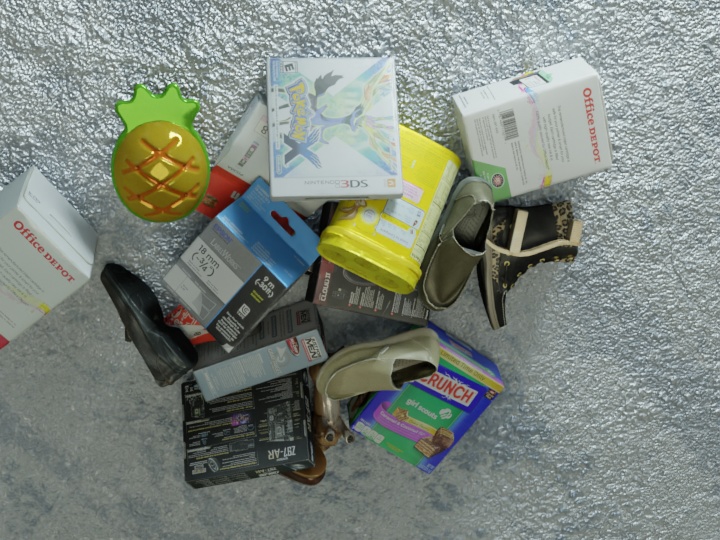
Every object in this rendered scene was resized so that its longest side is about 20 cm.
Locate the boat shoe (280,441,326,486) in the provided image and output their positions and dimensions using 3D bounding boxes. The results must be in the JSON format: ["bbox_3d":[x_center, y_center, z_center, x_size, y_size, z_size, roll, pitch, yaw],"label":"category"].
[{"bbox_3d":[-0.131,0.279,1.716,0.070,0.199,0.071,-30,140,-38],"label":"boat shoe"}]

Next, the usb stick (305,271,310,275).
[{"bbox_3d":[0.000,0.000,1.654,0.197,0.033,0.056,13,121,-14],"label":"usb stick"}]

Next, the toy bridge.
[{"bbox_3d":[0.228,-0.056,1.592,0.197,0.027,0.068,11,99,-6],"label":"toy bridge"}]

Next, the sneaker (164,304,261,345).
[{"bbox_3d":[-0.250,0.056,1.639,0.198,0.067,0.110,-10,97,16],"label":"sneaker"}]

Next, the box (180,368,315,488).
[{"bbox_3d":[-0.173,0.234,1.670,0.197,0.163,0.044,-12,153,8],"label":"box"}]

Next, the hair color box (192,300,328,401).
[{"bbox_3d":[-0.152,0.119,1.658,0.197,0.099,0.061,-19,118,3],"label":"hair color box"}]

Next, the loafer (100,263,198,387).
[{"bbox_3d":[-0.323,0.080,1.596,0.072,0.073,0.201,-42,78,22],"label":"loafer"}]

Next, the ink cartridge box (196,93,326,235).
[{"bbox_3d":[-0.128,-0.127,1.564,0.161,0.057,0.201,28,106,-20],"label":"ink cartridge box"}]

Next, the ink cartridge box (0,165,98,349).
[{"bbox_3d":[-0.487,-0.014,1.522,0.199,0.145,0.146,-34,117,11],"label":"ink cartridge box"}]

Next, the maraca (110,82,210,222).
[{"bbox_3d":[-0.274,-0.158,1.495,0.135,0.107,0.203,-4,118,-13],"label":"maraca"}]

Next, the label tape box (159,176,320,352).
[{"bbox_3d":[-0.166,-0.009,1.540,0.144,0.063,0.200,44,107,2],"label":"label tape box"}]

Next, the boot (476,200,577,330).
[{"bbox_3d":[0.252,-0.012,1.658,0.148,0.073,0.203,-9,110,-2],"label":"boot"}]

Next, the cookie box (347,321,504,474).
[{"bbox_3d":[0.102,0.200,1.746,0.170,0.075,0.201,32,109,-20],"label":"cookie box"}]

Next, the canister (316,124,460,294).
[{"bbox_3d":[0.043,-0.090,1.523,0.147,0.087,0.202,26,74,-9],"label":"canister"}]

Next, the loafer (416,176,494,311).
[{"bbox_3d":[0.134,-0.030,1.531,0.074,0.070,0.203,13,108,-14],"label":"loafer"}]

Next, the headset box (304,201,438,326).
[{"bbox_3d":[0.011,-0.011,1.595,0.197,0.075,0.151,11,89,-13],"label":"headset box"}]

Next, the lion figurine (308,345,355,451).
[{"bbox_3d":[-0.056,0.202,1.726,0.071,0.122,0.204,2,102,-24],"label":"lion figurine"}]

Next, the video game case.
[{"bbox_3d":[-0.037,-0.193,1.482,0.179,0.022,0.204,-2,74,-6],"label":"video game case"}]

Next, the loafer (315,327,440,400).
[{"bbox_3d":[0.029,0.146,1.619,0.197,0.069,0.076,-22,132,0],"label":"loafer"}]

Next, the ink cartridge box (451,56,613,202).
[{"bbox_3d":[0.244,-0.198,1.552,0.197,0.084,0.147,-16,118,2],"label":"ink cartridge box"}]
